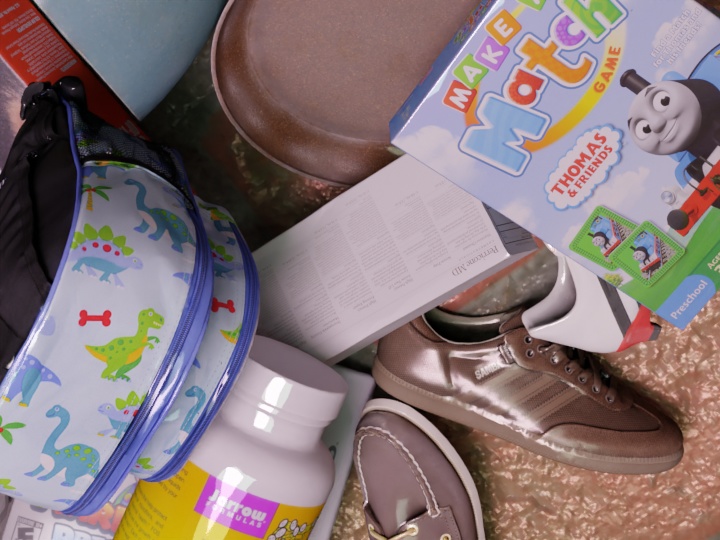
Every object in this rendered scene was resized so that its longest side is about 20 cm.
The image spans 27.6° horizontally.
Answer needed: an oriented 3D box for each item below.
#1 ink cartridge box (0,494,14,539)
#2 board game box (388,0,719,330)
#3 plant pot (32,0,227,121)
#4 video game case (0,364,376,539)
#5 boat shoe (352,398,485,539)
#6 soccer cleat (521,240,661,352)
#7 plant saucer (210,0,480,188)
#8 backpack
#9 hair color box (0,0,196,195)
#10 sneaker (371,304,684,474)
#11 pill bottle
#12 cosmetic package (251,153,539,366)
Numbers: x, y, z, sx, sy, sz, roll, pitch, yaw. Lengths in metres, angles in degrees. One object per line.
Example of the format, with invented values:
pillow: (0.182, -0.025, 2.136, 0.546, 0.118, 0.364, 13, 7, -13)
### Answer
ink cartridge box: (-0.302, 0.144, 0.922, 0.146, 0.200, 0.083, 4, 111, 8)
board game box: (0.139, -0.078, 0.776, 0.200, 0.037, 0.151, 31, 113, -13)
plant pot: (-0.135, -0.199, 0.787, 0.135, 0.200, 0.200, -41, 100, -3)
video game case: (-0.110, 0.127, 0.935, 0.200, 0.024, 0.182, 16, 82, 3)
boat shoe: (0.039, 0.173, 0.932, 0.072, 0.060, 0.200, 2, 125, 37)
soccer cleat: (0.143, -0.045, 0.845, 0.085, 0.069, 0.200, 2, 113, -11)
plant saucer: (0.017, -0.123, 0.823, 0.200, 0.032, 0.200, -1, 139, -1)
backpack: (-0.140, 0.027, 0.766, 0.147, 0.200, 0.183, 24, 108, -23)
hair color box: (-0.210, -0.082, 0.888, 0.111, 0.064, 0.200, -35, 103, 31)
sneaker: (0.109, 0.065, 0.897, 0.200, 0.070, 0.076, 16, 109, 2)
pill bottle: (-0.081, 0.141, 0.845, 0.104, 0.104, 0.200, 24, 100, 0)
cosmetic package: (0.000, 0.000, 0.872, 0.200, 0.051, 0.083, -30, 80, 28)
